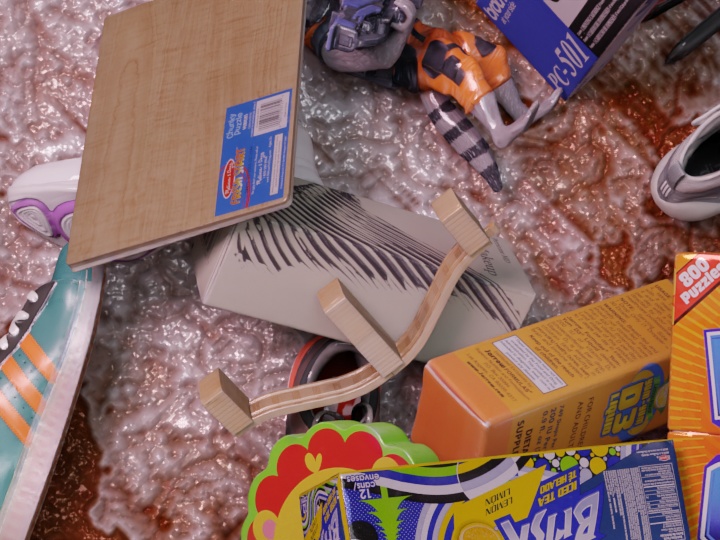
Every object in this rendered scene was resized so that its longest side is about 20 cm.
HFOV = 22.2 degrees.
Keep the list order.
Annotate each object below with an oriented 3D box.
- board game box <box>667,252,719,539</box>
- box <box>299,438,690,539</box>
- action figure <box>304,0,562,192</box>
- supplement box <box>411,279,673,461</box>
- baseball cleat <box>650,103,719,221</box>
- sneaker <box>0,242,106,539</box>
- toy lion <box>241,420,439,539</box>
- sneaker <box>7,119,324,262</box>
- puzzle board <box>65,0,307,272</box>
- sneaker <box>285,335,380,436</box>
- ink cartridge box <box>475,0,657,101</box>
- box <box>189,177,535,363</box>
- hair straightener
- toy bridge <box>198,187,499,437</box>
[{"bbox_3d":[0.300,0.093,1.065,0.199,0.200,0.201,3,91,25],"label":"board game box"},{"bbox_3d":[0.072,0.136,0.986,0.199,0.070,0.065,-3,74,-22],"label":"box"},{"bbox_3d":[0.023,-0.132,1.173,0.193,0.200,0.105,30,120,7],"label":"action figure"},{"bbox_3d":[0.131,0.071,1.132,0.199,0.067,0.069,-19,44,-32],"label":"supplement box"},{"bbox_3d":[0.285,-0.096,1.207,0.199,0.107,0.070,-32,79,-15],"label":"baseball cleat"},{"bbox_3d":[-0.212,0.069,1.123,0.079,0.071,0.201,18,81,-5],"label":"sneaker"},{"bbox_3d":[-0.017,0.192,1.071,0.200,0.068,0.193,-34,70,30],"label":"toy lion"},{"bbox_3d":[-0.125,-0.063,1.177,0.199,0.075,0.100,-5,55,-6],"label":"sneaker"},{"bbox_3d":[-0.100,-0.098,1.110,0.150,0.017,0.201,-15,51,22],"label":"puzzle board"},{"bbox_3d":[-0.023,0.131,1.130,0.077,0.082,0.201,3,77,-7],"label":"sneaker"},{"bbox_3d":[0.136,-0.182,1.158,0.044,0.200,0.094,-41,85,-14],"label":"ink cartridge box"},{"bbox_3d":[0.000,0.000,1.128,0.199,0.082,0.069,14,115,-21],"label":"box"},{"bbox_3d":[0.288,-0.195,1.269,0.199,0.041,0.077,-31,84,-17],"label":"hair straightener"},{"bbox_3d":[0.001,0.034,1.084,0.200,0.027,0.067,-37,120,8],"label":"toy bridge"}]
